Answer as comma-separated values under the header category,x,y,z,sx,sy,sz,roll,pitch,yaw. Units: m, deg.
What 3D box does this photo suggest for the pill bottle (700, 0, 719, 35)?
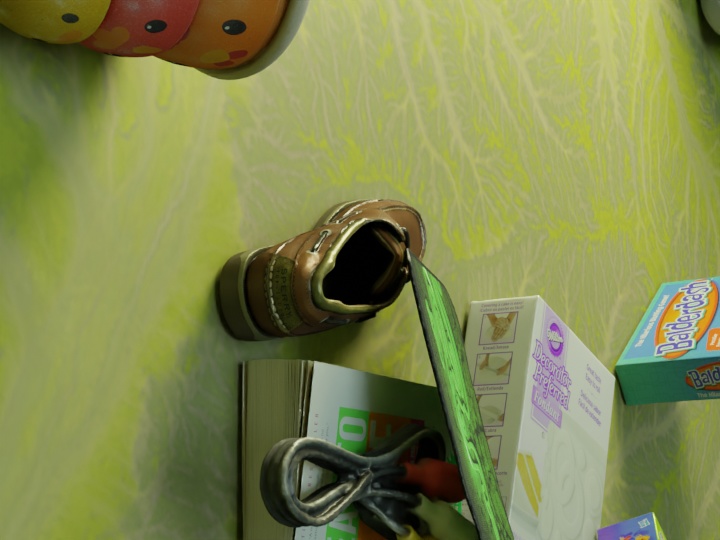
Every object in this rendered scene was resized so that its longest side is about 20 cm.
category,x,y,z,sx,sy,sz,roll,pitch,yaw
pill bottle,0.447,-0.289,1.648,0.200,0.110,0.112,-2,86,-58

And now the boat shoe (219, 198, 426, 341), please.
category,x,y,z,sx,sy,sz,roll,pitch,yaw
boat shoe,0.000,0.000,0.906,0.200,0.068,0.072,-31,109,-57

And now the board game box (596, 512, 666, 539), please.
category,x,y,z,sx,sy,sz,roll,pitch,yaw
board game box,0.228,0.293,1.091,0.135,0.044,0.201,-86,152,-57

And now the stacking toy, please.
category,x,y,z,sx,sy,sz,roll,pitch,yaw
stacking toy,-0.132,-0.148,0.702,0.199,0.146,0.147,-18,100,-39

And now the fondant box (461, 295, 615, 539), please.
category,x,y,z,sx,sy,sz,roll,pitch,yaw
fondant box,0.120,0.139,1.086,0.144,0.058,0.201,42,49,-47

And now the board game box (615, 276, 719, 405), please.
category,x,y,z,sx,sy,sz,roll,pitch,yaw
board game box,0.337,0.053,1.320,0.152,0.199,0.045,-49,123,-51

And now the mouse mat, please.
category,x,y,z,sx,sy,sz,roll,pitch,yaw
mouse mat,0.064,0.093,0.915,0.161,0.007,0.201,38,36,-75

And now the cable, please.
category,x,y,z,sx,sy,sz,roll,pitch,yaw
cable,0.016,0.117,0.845,0.200,0.050,0.098,41,54,-55

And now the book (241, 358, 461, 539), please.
category,x,y,z,sx,sy,sz,roll,pitch,yaw
book,0.001,0.130,0.914,0.200,0.048,0.135,17,74,-58
